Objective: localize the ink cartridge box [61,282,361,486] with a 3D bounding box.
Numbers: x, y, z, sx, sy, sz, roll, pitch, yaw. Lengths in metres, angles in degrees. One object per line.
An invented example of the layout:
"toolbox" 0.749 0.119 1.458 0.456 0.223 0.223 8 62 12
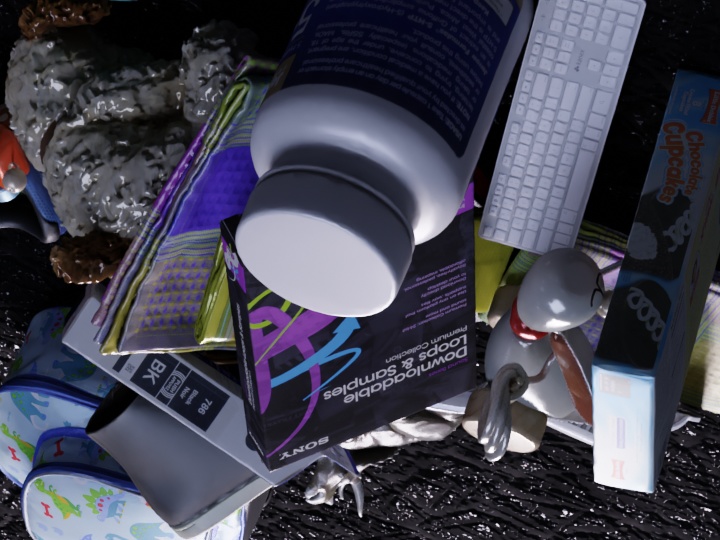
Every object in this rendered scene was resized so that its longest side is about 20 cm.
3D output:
"ink cartridge box" -0.093 0.079 1.721 0.199 0.039 0.099 34 -179 -7

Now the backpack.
"backpack" -0.164 0.125 1.959 0.199 0.147 0.183 22 147 6

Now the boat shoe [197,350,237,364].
"boat shoe" -0.033 0.020 1.732 0.076 0.074 0.200 36 147 -27

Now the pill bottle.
"pill bottle" 0.009 -0.082 1.481 0.119 0.201 0.120 16 148 10

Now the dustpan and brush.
"dustpan and brush" 0.110 0.084 1.757 0.199 0.058 0.140 20 179 8

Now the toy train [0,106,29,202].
"toy train" -0.261 -0.135 1.684 0.150 0.056 0.200 31 159 36

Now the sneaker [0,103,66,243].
"sneaker" -0.265 -0.072 1.777 0.199 0.089 0.079 18 148 12

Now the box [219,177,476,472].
"box" -0.002 0.022 1.605 0.142 0.036 0.201 -21 143 -14

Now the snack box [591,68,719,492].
"snack box" 0.165 0.005 1.513 0.037 0.201 0.116 11 147 13

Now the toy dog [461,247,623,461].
"toy dog" 0.122 0.049 1.597 0.096 0.133 0.200 16 -179 -3

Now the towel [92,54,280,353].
"towel" -0.061 -0.032 1.602 0.143 0.023 0.201 3 126 -47

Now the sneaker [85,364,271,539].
"sneaker" -0.078 0.080 1.803 0.200 0.075 0.106 -40 112 13

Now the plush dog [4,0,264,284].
"plush dog" -0.150 -0.075 1.655 0.172 0.160 0.201 47 151 32

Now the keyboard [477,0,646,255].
"keyboard" 0.110 -0.082 1.557 0.056 0.011 0.201 20 136 7

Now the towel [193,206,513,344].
"towel" 0.000 0.000 1.625 0.199 0.018 0.086 -6 137 -30

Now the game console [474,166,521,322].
"game console" 0.018 -0.017 1.738 0.199 0.031 0.177 -8 137 41

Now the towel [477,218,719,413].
"towel" 0.180 0.030 1.694 0.199 0.023 0.144 19 149 -6

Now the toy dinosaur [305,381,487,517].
"toy dinosaur" 0.022 0.090 1.877 0.102 0.077 0.200 23 142 -40
